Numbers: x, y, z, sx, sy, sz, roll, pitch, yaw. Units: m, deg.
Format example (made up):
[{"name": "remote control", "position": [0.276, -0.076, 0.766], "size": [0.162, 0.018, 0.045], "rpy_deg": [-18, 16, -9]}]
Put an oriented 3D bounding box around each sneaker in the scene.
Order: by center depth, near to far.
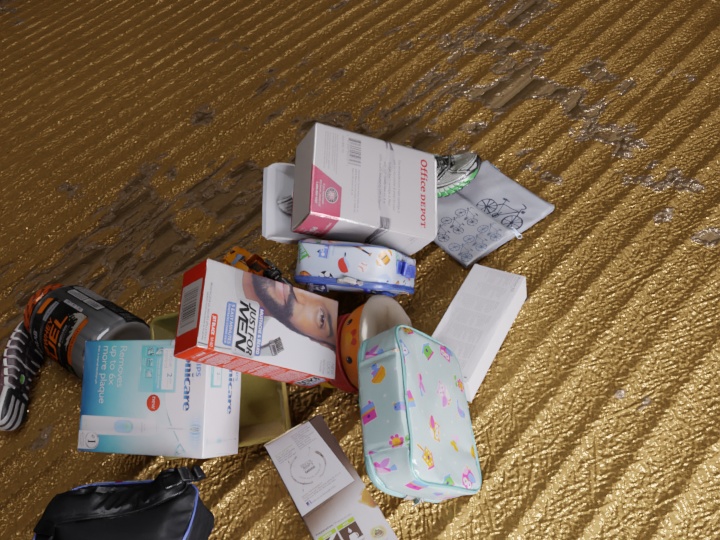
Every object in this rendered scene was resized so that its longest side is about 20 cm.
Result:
[{"name": "sneaker", "position": [-0.575, 0.164, 1.140], "size": [0.115, 0.076, 0.200], "rpy_deg": [-13, 45, 8]}, {"name": "sneaker", "position": [0.109, -0.173, 1.246], "size": [0.199, 0.085, 0.078], "rpy_deg": [-7, 35, 20]}]

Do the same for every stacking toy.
[{"name": "stacking toy", "position": [-0.032, 0.122, 1.014], "size": [0.199, 0.146, 0.146], "rpy_deg": [-14, 41, 28]}]

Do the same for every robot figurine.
[{"name": "robot figurine", "position": [-0.129, 0.039, 1.098], "size": [0.058, 0.145, 0.200], "rpy_deg": [-45, 43, -13]}]

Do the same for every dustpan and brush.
[{"name": "dustpan and brush", "position": [-0.047, -0.092, 1.109], "size": [0.199, 0.057, 0.140], "rpy_deg": [15, 55, -28]}]

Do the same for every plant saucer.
[{"name": "plant saucer", "position": [-0.187, 0.146, 1.005], "size": [0.199, 0.048, 0.201], "rpy_deg": [-13, 75, 16]}]

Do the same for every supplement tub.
[{"name": "supplement tub", "position": [-0.425, 0.098, 1.127], "size": [0.200, 0.123, 0.123], "rpy_deg": [21, 55, 32]}]

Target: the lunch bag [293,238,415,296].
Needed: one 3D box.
[{"name": "lunch bag", "position": [0.000, 0.000, 1.060], "size": [0.160, 0.200, 0.076], "rpy_deg": [6, 89, 17]}]

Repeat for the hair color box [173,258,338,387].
[{"name": "hair color box", "position": [-0.124, 0.071, 0.910], "size": [0.064, 0.200, 0.111], "rpy_deg": [-23, 57, 44]}]

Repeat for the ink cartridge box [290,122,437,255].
[{"name": "ink cartridge box", "position": [0.007, -0.114, 1.071], "size": [0.199, 0.083, 0.147], "rpy_deg": [11, 68, -23]}]

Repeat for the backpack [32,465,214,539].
[{"name": "backpack", "position": [-0.279, 0.332, 0.836], "size": [0.190, 0.154, 0.200], "rpy_deg": [4, 41, 9]}]

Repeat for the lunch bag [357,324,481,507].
[{"name": "lunch bag", "position": [0.071, 0.177, 0.870], "size": [0.077, 0.160, 0.201], "rpy_deg": [-24, 56, 31]}]

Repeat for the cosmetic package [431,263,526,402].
[{"name": "cosmetic package", "position": [0.160, 0.084, 1.027], "size": [0.082, 0.051, 0.200], "rpy_deg": [15, 52, 30]}]

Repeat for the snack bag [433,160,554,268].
[{"name": "snack bag", "position": [0.197, -0.102, 1.220], "size": [0.200, 0.021, 0.189], "rpy_deg": [-31, 46, -15]}]

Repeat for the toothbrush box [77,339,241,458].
[{"name": "toothbrush box", "position": [-0.261, 0.166, 0.954], "size": [0.199, 0.085, 0.147], "rpy_deg": [-2, 81, 22]}]

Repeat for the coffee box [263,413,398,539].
[{"name": "coffee box", "position": [-0.025, 0.281, 0.840], "size": [0.080, 0.115, 0.200], "rpy_deg": [-29, 46, -12]}]
